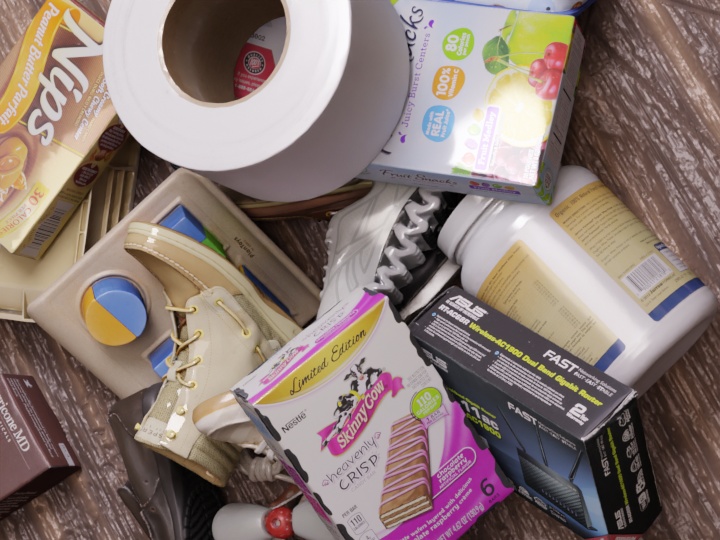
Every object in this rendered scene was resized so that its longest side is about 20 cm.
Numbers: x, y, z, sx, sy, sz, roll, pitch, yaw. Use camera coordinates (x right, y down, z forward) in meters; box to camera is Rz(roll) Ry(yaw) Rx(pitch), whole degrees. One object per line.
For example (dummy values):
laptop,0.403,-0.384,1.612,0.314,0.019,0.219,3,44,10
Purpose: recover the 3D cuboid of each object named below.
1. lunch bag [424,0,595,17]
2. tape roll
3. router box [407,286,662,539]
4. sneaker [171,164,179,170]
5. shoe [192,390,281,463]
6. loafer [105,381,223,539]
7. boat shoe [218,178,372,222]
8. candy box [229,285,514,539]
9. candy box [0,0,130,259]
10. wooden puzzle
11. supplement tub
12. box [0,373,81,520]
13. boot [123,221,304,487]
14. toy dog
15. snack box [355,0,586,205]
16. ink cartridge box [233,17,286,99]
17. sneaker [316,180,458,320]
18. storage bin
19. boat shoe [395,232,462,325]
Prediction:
lunch bag,0.094,-0.252,1.533,0.199,0.160,0.076,9,113,16
tape roll,-0.077,-0.162,1.412,0.202,0.139,0.204,-3,82,19
router box,0.136,0.118,1.459,0.062,0.150,0.200,-40,47,-22
sneaker,-0.144,-0.186,1.629,0.075,0.079,0.201,-1,83,20
shoe,-0.035,0.124,1.484,0.199,0.070,0.054,0,61,-21
loafer,-0.169,0.192,1.602,0.071,0.073,0.201,-5,102,27
boat shoe,-0.023,-0.067,1.592,0.199,0.068,0.072,-11,39,8
candy box,0.011,0.132,1.443,0.136,0.061,0.200,-39,109,-12
candy box,-0.267,-0.124,1.581,0.115,0.055,0.200,39,95,15
wooden puzzle,-0.154,0.036,1.584,0.200,0.046,0.185,-40,116,11
supplement tub,0.172,0.007,1.499,0.144,0.144,0.200,-45,76,7
box,-0.363,0.187,1.666,0.200,0.075,0.100,-34,77,8
boot,-0.144,0.069,1.509,0.073,0.200,0.156,12,65,53
toy dog,-0.019,0.205,1.575,0.199,0.096,0.133,16,97,29
snack box,0.065,-0.137,1.466,0.199,0.053,0.143,9,76,21
ink cartridge box,-0.076,-0.234,1.579,0.083,0.145,0.201,8,87,46
sneaker,0.000,0.000,1.509,0.081,0.075,0.201,28,77,15
storage bin,-0.314,-0.056,1.664,0.199,0.094,0.200,6,87,15
boat shoe,0.006,0.045,1.565,0.060,0.074,0.200,41,85,10
